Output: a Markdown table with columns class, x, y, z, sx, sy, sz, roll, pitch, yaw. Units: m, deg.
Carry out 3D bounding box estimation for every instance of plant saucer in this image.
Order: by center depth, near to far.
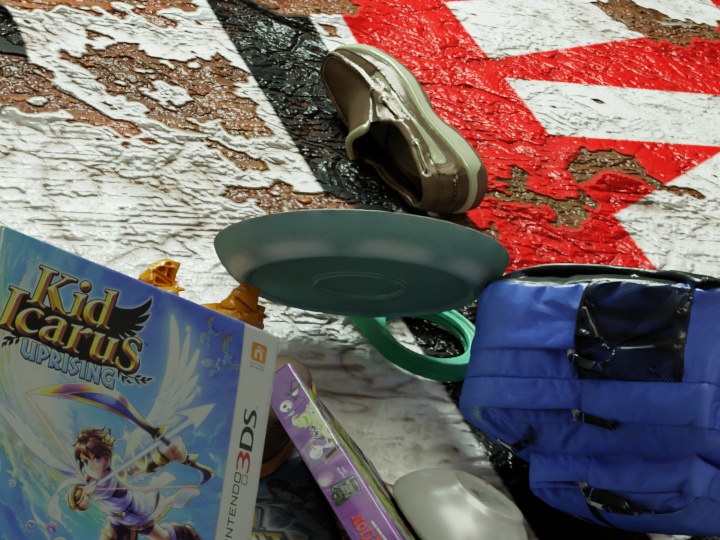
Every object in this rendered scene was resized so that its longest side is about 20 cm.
| class | x | y | z | sx | sy | sz | roll | pitch | yaw |
| --- | --- | --- | --- | --- | --- | --- | --- | --- | --- |
| plant saucer | 0.000 | 0.000 | 1.370 | 0.199 | 0.200 | 0.028 | 9 | 74 | -17 |

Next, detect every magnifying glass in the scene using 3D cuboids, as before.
| class | x | y | z | sx | sy | sz | roll | pitch | yaw |
| --- | --- | --- | --- | --- | --- | --- | --- | --- | --- |
| magnifying glass | 0.002 | 0.019 | 1.491 | 0.200 | 0.022 | 0.080 | 30 | 32 | 20 |

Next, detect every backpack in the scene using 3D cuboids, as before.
| class | x | y | z | sx | sy | sz | roll | pitch | yaw |
| --- | --- | --- | --- | --- | --- | --- | --- | --- | --- |
| backpack | 0.163 | 0.080 | 1.323 | 0.199 | 0.168 | 0.162 | 6 | -16 | 34 |

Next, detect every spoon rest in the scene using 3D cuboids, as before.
| class | x | y | z | sx | sy | sz | roll | pitch | yaw |
| --- | --- | --- | --- | --- | --- | --- | --- | --- | --- |
| spoon rest | 0.085 | 0.184 | 1.235 | 0.099 | 0.061 | 0.200 | 24 | 13 | -38 |

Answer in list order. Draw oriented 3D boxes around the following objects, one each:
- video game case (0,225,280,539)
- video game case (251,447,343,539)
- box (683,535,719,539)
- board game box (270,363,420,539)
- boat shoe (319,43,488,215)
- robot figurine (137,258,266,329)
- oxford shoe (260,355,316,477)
| class | x | y | z | sx | sy | sz | roll | pitch | yaw |
| --- | --- | --- | --- | --- | --- | --- | --- | --- | --- |
| video game case | -0.140 | 0.094 | 1.099 | 0.200 | 0.045 | 0.182 | 24 | 65 | -39 |
| video game case | -0.116 | 0.133 | 1.236 | 0.199 | 0.026 | 0.181 | 5 | 33 | -22 |
| box | 0.268 | 0.239 | 1.265 | 0.136 | 0.038 | 0.200 | -13 | 43 | -42 |
| board game box | 0.012 | 0.152 | 1.203 | 0.032 | 0.120 | 0.200 | -33 | 44 | -2 |
| boat shoe | 0.019 | -0.119 | 1.675 | 0.075 | 0.075 | 0.202 | -15 | 44 | -35 |
| robot figurine | -0.158 | 0.036 | 1.302 | 0.145 | 0.058 | 0.200 | 16 | 14 | 30 |
| oxford shoe | -0.084 | 0.085 | 1.234 | 0.071 | 0.073 | 0.200 | 30 | 31 | 20 |
